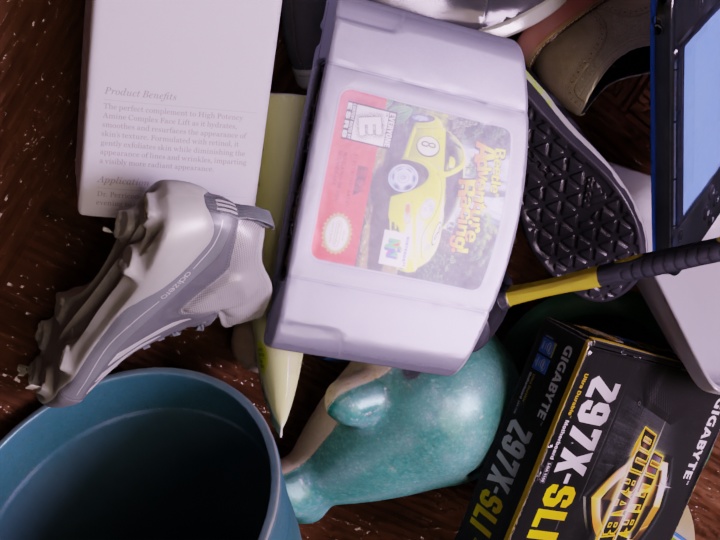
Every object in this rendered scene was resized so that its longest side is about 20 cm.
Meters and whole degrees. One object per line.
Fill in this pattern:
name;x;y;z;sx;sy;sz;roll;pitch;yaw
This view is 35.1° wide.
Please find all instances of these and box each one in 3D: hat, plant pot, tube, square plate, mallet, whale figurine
hat;0.186;0.098;0.904;0.165;0.176;0.201;-21;96;7
plant pot;-0.118;0.196;0.695;0.200;0.200;0.188;-32;135;-12
tube;-0.048;-0.004;0.685;0.058;0.052;0.201;2;89;-57
square plate;0.250;0.016;0.800;0.198;0.200;0.028;11;134;-39
mallet;0.133;0.009;0.674;0.066;0.199;0.041;-44;116;-49
whale figurine;0.022;0.118;0.769;0.200;0.104;0.159;-38;151;4

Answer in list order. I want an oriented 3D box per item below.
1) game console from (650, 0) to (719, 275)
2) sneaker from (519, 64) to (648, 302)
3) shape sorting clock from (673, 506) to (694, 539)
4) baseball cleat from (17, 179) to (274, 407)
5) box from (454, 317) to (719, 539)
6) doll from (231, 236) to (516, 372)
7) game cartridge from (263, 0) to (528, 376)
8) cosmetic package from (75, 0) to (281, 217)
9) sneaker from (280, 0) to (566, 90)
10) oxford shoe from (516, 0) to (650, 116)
game console;0.262;-0.109;0.703;0.171;0.118;0.201;-44;134;-43
sneaker;0.123;-0.075;0.737;0.072;0.083;0.200;-31;98;25
shape sorting clock;0.192;0.250;0.954;0.199;0.039;0.201;-8;111;-20
baseball cleat;-0.116;0.027;0.646;0.106;0.070;0.200;14;143;-31
box;0.153;0.142;0.756;0.159;0.049;0.201;16;99;-35
doll;0.000;0.000;0.752;0.200;0.048;0.137;-33;122;-4
game cartridge;0.026;-0.045;0.650;0.133;0.041;0.201;10;91;-22
cosmetic package;-0.100;-0.129;0.620;0.101;0.074;0.201;4;112;-18
sneaker;0.042;-0.189;0.681;0.199;0.075;0.107;-24;118;-16
oxford shoe;0.200;-0.172;0.756;0.200;0.074;0.071;-35;162;-3
